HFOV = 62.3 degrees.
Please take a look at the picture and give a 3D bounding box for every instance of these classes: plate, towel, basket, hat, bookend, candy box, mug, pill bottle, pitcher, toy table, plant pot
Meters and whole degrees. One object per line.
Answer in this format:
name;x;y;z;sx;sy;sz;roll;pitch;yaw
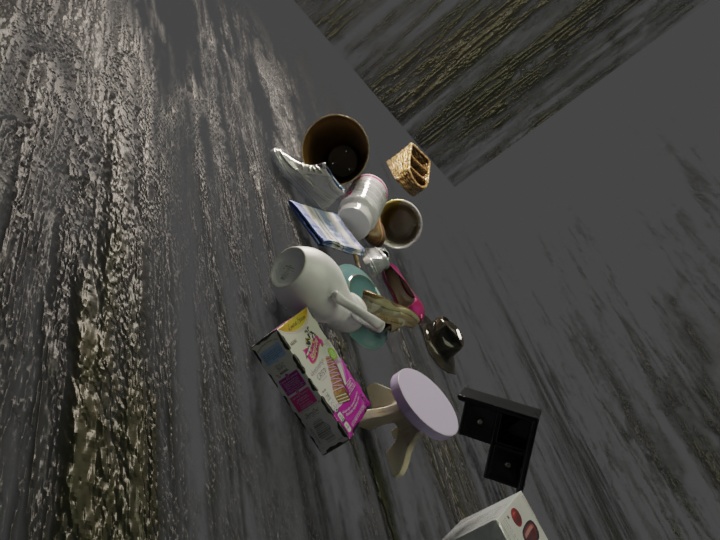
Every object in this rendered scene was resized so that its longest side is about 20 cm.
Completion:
plate;0.008;0.075;1.315;0.200;0.025;0.203;39;38;-38
towel;-0.077;-0.101;1.421;0.148;0.024;0.199;53;19;23
basket;0.234;-0.433;2.606;0.199;0.148;0.144;31;30;-53
hat;0.244;0.191;1.694;0.201;0.080;0.202;49;19;-23
bookend;0.321;0.416;1.456;0.197;0.203;0.092;14;6;21
candy box;-0.074;0.172;0.960;0.201;0.061;0.136;55;19;-1
mug;0.116;-0.165;1.883;0.189;0.148;0.153;62;10;-2
pill bottle;0.003;-0.170;1.609;0.114;0.113;0.201;49;31;-17
pitcher;-0.056;0.046;1.072;0.170;0.123;0.200;14;-19;42
toy table;0.084;0.272;1.101;0.200;0.116;0.185;41;24;-35
plant pot;-0.058;-0.322;1.680;0.188;0.185;0.200;56;5;2

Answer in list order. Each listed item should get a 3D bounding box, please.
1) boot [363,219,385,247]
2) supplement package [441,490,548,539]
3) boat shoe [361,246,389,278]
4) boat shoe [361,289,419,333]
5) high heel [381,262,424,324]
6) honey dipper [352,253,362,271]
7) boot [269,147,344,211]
boot;0.014;-0.163;1.738;0.075;0.073;0.202;22;39;-42
supplement package;0.252;0.529;1.046;0.193;0.146;0.199;61;20;17
boat shoe;0.041;-0.030;1.515;0.200;0.068;0.073;-85;152;-87
boat shoe;0.060;0.101;1.299;0.071;0.066;0.199;17;-7;38
high heel;0.109;0.056;1.588;0.096;0.067;0.201;53;11;-40
honey dipper;0.000;0.000;1.472;0.038;0.038;0.202;41;22;-36
boot;-0.126;-0.243;1.465;0.200;0.095;0.074;47;20;-26
